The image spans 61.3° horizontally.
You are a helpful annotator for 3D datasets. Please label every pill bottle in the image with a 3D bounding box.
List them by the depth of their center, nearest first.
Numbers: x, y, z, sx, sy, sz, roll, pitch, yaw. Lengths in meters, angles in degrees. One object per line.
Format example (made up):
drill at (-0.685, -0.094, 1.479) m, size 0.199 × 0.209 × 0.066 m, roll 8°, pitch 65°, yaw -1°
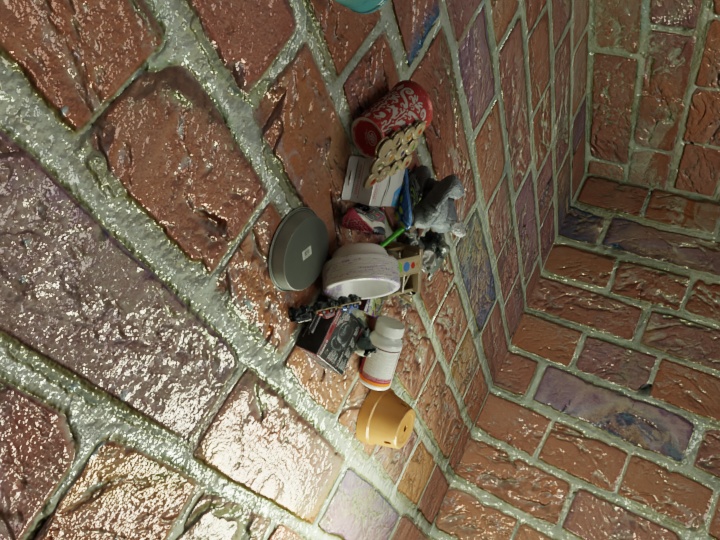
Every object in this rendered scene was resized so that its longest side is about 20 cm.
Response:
pill bottle at (0.067, 0.251, 1.856) m, size 0.109 × 0.108 × 0.205 m, roll -11°, pitch 120°, yaw -58°

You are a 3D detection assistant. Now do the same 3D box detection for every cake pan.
cake pan at (-0.137, -0.043, 1.414) m, size 0.199 × 0.036 × 0.205 m, roll -37°, pitch 136°, yaw -46°

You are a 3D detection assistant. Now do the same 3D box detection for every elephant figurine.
elephant figurine at (0.175, -0.056, 1.901) m, size 0.197 × 0.158 × 0.141 m, roll -12°, pitch 160°, yaw -46°

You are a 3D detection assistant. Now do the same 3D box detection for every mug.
mug at (0.085, -0.353, 1.522) m, size 0.200 × 0.132 × 0.180 m, roll -42°, pitch 111°, yaw -36°

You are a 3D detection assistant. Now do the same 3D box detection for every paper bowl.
paper bowl at (0.000, 0.000, 1.530) m, size 0.200 × 0.196 × 0.107 m, roll 27°, pitch 53°, yaw -61°

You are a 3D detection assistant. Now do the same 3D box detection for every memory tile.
memory tile at (0.085, -0.284, 1.491) m, size 0.199 × 0.017 × 0.155 m, roll -34°, pitch 157°, yaw -42°

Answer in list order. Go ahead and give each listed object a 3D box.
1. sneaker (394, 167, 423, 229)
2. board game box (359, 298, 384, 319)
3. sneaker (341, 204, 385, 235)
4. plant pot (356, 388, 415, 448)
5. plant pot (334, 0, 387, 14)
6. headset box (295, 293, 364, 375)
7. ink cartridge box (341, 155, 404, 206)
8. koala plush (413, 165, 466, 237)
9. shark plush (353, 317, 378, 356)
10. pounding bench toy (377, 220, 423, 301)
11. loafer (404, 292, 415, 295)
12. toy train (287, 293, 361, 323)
sneaker at (0.140, -0.203, 1.697) m, size 0.081 × 0.071 × 0.204 m, roll 20°, pitch 52°, yaw -25°
board game box at (0.058, 0.036, 1.817) m, size 0.120 × 0.032 × 0.204 m, roll 33°, pitch 77°, yaw -58°
sneaker at (0.009, -0.140, 1.589) m, size 0.199 × 0.079 × 0.077 m, roll 9°, pitch 84°, yaw -69°
plant pot at (0.094, 0.500, 2.032) m, size 0.199 × 0.137 × 0.205 m, roll -38°, pitch 137°, yaw -47°
plant pot at (-0.044, -0.602, 1.123) m, size 0.185 × 0.198 × 0.205 m, roll -5°, pitch 112°, yaw -43°
headset box at (-0.080, 0.167, 1.596) m, size 0.151 × 0.076 × 0.200 m, roll -64°, pitch 150°, yaw -15°
ink cartridge box at (0.037, -0.231, 1.587) m, size 0.198 × 0.066 × 0.119 m, roll -11°, pitch 116°, yaw -59°
koala plush at (0.229, -0.180, 1.843) m, size 0.186 × 0.176 × 0.200 m, roll -58°, pitch 140°, yaw -6°
shark plush at (0.003, 0.191, 1.688) m, size 0.200 × 0.088 × 0.086 m, roll -112°, pitch -145°, yaw -83°
pounding bench toy at (0.078, -0.038, 1.685) m, size 0.154 × 0.123 × 0.206 m, roll -11°, pitch 110°, yaw -44°
loafer at (0.141, 0.000, 1.846) m, size 0.074 × 0.070 × 0.202 m, roll -54°, pitch 148°, yaw -30°
toy train at (-0.084, 0.096, 1.495) m, size 0.195 × 0.034 × 0.047 m, roll -12°, pitch 93°, yaw -24°
